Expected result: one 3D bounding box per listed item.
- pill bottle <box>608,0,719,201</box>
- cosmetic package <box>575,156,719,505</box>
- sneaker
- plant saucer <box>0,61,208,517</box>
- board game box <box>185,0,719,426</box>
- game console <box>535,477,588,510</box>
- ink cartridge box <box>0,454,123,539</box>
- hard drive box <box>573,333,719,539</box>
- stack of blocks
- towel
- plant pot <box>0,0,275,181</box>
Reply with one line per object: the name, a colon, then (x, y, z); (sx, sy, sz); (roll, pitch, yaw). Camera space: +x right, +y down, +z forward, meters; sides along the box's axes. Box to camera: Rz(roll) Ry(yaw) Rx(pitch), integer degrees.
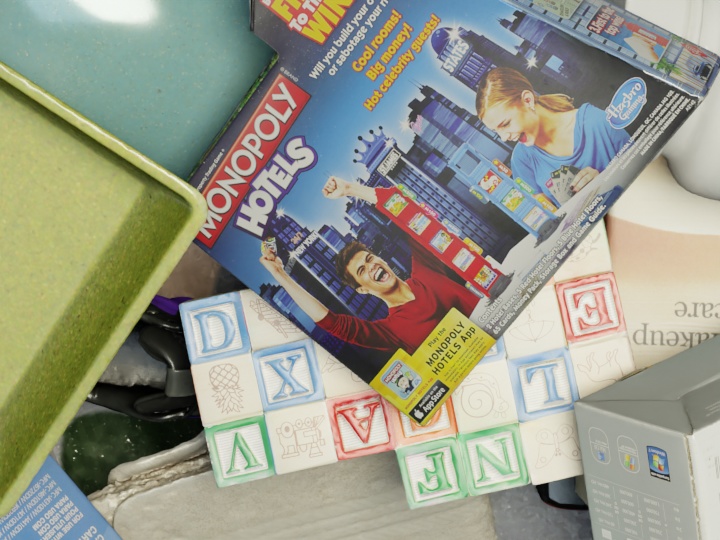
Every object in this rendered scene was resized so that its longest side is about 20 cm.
pill bottle: (0.203, -0.081, 1.006); (0.199, 0.113, 0.114); (12, 92, -6)
cosmetic package: (0.163, 0.019, 1.109); (0.103, 0.087, 0.202); (1, 93, -1)
sneaker: (-0.072, 0.049, 1.111); (0.199, 0.100, 0.070); (4, 98, 3)
plant saucer: (-0.191, -0.018, 0.982); (0.199, 0.048, 0.200); (33, 116, -6)
board game box: (0.014, -0.072, 0.954); (0.200, 0.062, 0.200); (40, 117, 0)
game console: (0.181, 0.026, 1.164); (0.175, 0.031, 0.202); (1, 92, -3)
ink cartridge box: (-0.189, 0.143, 1.095); (0.200, 0.136, 0.076); (52, 52, -3)
hard drive box: (0.188, 0.133, 1.013); (0.155, 0.077, 0.201); (-20, 109, -33)
stack of blocks: (0.025, 0.049, 1.038); (0.199, 0.059, 0.116); (-12, 91, 0)
towel: (-0.031, 0.128, 1.129); (0.199, 0.035, 0.133); (-14, 130, -3)
plant pot: (-0.087, -0.110, 1.054); (0.134, 0.200, 0.201); (24, 91, 2)
